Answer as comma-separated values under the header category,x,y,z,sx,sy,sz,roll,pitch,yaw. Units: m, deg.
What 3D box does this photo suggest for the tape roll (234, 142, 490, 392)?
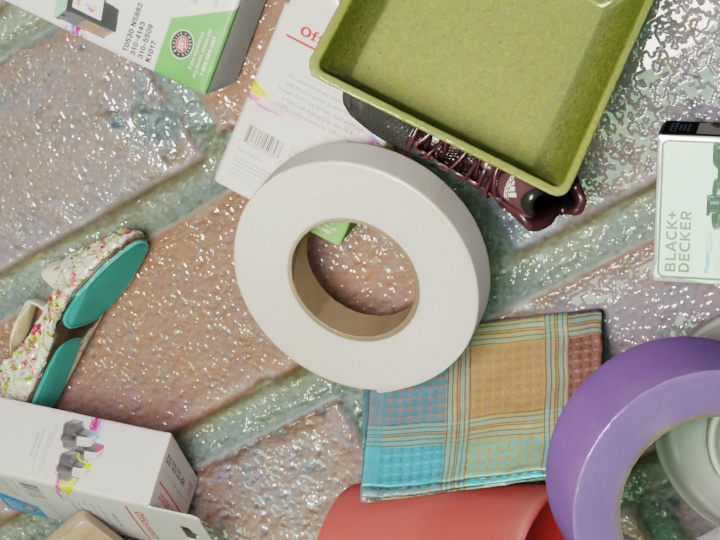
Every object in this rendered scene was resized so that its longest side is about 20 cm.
category,x,y,z,sx,sy,sz,roll,pitch,yaw
tape roll,0.000,0.000,1.334,0.202,0.037,0.203,10,121,17

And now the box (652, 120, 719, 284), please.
category,x,y,z,sx,sy,sz,roll,pitch,yaw
box,0.319,-0.046,1.289,0.200,0.060,0.117,5,106,14

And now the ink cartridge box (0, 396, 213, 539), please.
category,x,y,z,sx,sy,sz,roll,pitch,yaw
ink cartridge box,-0.210,0.174,1.460,0.200,0.115,0.068,11,67,12

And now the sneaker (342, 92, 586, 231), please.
category,x,y,z,sx,sy,sz,roll,pitch,yaw
sneaker,0.087,-0.089,1.269,0.200,0.116,0.076,16,119,-25

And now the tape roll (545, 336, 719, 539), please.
category,x,y,z,sx,sy,sz,roll,pitch,yaw
tape roll,0.240,0.155,1.264,0.200,0.085,0.200,-2,106,-7

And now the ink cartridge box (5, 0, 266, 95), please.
category,x,y,z,sx,sy,sz,roll,pitch,yaw
ink cartridge box,-0.172,-0.246,1.355,0.200,0.084,0.145,25,110,8

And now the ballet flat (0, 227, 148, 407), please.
category,x,y,z,sx,sy,sz,roll,pitch,yaw
ballet flat,-0.253,0.034,1.465,0.064,0.076,0.200,40,109,19

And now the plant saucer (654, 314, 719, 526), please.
category,x,y,z,sx,sy,sz,roll,pitch,yaw
plant saucer,0.323,0.126,1.341,0.200,0.050,0.201,4,106,14

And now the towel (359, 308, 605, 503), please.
category,x,y,z,sx,sy,sz,roll,pitch,yaw
towel,0.094,0.103,1.365,0.200,0.147,0.022,-9,147,17

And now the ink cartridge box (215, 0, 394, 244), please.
category,x,y,z,sx,sy,sz,roll,pitch,yaw
ink cartridge box,-0.020,-0.137,1.348,0.117,0.067,0.200,28,114,6

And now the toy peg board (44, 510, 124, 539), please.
category,x,y,z,sx,sy,sz,roll,pitch,yaw
toy peg board,-0.232,0.341,1.459,0.200,0.098,0.199,-41,122,5

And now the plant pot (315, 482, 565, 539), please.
category,x,y,z,sx,sy,sz,roll,pitch,yaw
plant pot,0.065,0.253,1.383,0.177,0.200,0.201,8,107,25

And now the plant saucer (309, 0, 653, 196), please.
category,x,y,z,sx,sy,sz,roll,pitch,yaw
plant saucer,0.087,-0.167,1.242,0.199,0.048,0.200,26,68,0
